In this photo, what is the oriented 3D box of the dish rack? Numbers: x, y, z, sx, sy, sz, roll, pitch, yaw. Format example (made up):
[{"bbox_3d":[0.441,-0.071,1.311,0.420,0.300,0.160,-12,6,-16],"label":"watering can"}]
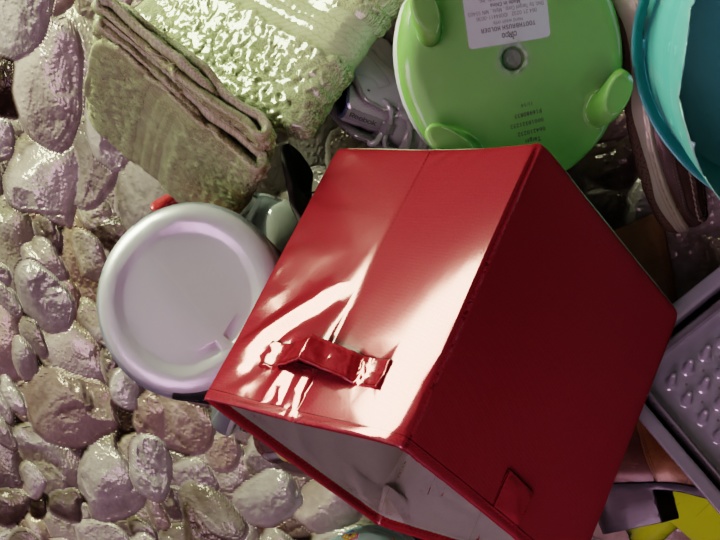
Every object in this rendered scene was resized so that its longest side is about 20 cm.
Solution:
[{"bbox_3d":[0.273,0.070,0.708,0.172,0.199,0.044,51,170,21],"label":"dish rack"}]

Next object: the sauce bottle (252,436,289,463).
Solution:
[{"bbox_3d":[0.004,0.120,0.939,0.197,0.065,0.066,-10,107,30],"label":"sauce bottle"}]

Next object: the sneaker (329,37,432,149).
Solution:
[{"bbox_3d":[0.029,-0.105,0.812,0.198,0.087,0.075,32,121,11],"label":"sneaker"}]

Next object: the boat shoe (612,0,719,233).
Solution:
[{"bbox_3d":[0.203,-0.125,0.719,0.074,0.075,0.205,-10,106,25],"label":"boat shoe"}]

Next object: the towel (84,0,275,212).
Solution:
[{"bbox_3d":[-0.125,-0.099,0.781,0.148,0.037,0.200,41,161,-2],"label":"towel"}]

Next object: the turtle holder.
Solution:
[{"bbox_3d":[0.099,-0.117,0.717,0.140,0.132,0.186,-38,99,4],"label":"turtle holder"}]

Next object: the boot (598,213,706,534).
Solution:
[{"bbox_3d":[0.225,0.061,0.780,0.186,0.068,0.204,-19,74,30],"label":"boot"}]

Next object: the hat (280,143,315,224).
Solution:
[{"bbox_3d":[0.000,0.000,0.807,0.079,0.201,0.204,-8,110,3],"label":"hat"}]

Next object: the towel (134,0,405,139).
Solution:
[{"bbox_3d":[-0.068,-0.181,0.789,0.199,0.036,0.149,33,85,33],"label":"towel"}]

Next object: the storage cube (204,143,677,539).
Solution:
[{"bbox_3d":[0.051,0.049,0.669,0.169,0.182,0.200,5,150,48],"label":"storage cube"}]

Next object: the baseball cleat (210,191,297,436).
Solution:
[{"bbox_3d":[-0.110,0.031,0.935,0.105,0.070,0.203,18,99,-3],"label":"baseball cleat"}]

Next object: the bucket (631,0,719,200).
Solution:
[{"bbox_3d":[0.251,-0.120,0.620,0.203,0.135,0.211,0,106,1],"label":"bucket"}]

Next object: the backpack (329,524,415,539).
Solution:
[{"bbox_3d":[0.017,0.326,0.985,0.165,0.127,0.202,-25,98,22],"label":"backpack"}]

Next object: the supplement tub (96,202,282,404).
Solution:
[{"bbox_3d":[-0.097,0.031,0.789,0.120,0.200,0.125,-1,82,4],"label":"supplement tub"}]

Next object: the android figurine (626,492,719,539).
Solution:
[{"bbox_3d":[0.281,0.154,0.820,0.181,0.041,0.201,41,126,7],"label":"android figurine"}]

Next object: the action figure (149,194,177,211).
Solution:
[{"bbox_3d":[-0.132,-0.118,0.890,0.065,0.099,0.202,26,119,14],"label":"action figure"}]
